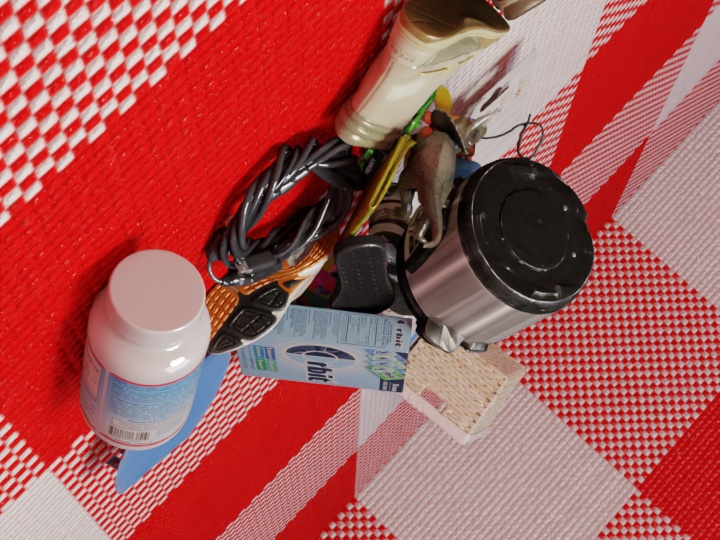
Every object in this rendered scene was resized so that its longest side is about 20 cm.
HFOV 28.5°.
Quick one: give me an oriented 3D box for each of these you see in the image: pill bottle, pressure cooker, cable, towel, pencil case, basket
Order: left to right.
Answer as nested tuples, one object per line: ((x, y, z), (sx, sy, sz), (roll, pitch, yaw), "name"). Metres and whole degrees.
((-0.191, 0.070, 1.259), (0.109, 0.109, 0.201), (-40, 165, -33), "pill bottle")
((-0.069, -0.069, 1.410), (0.199, 0.051, 0.164), (-25, 147, -45), "cable")
((-0.043, 0.039, 1.710), (0.088, 0.088, 0.201), (-42, 167, -27), "pencil case")
((0.014, -0.075, 1.458), (0.087, 0.018, 0.200), (-64, -176, -15), "towel")
((0.186, 0.204, 2.709), (0.162, 0.197, 0.200), (-55, 165, 13), "basket")
((0.134, -0.009, 1.541), (0.174, 0.181, 0.200), (-13, 168, -32), "pressure cooker")

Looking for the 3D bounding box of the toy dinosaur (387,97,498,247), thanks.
((0.067, -0.095, 1.396), (0.200, 0.076, 0.103), (-59, 168, -55), "toy dinosaur")

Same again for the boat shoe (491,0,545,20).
((0.152, -0.305, 1.412), (0.071, 0.077, 0.200), (-31, -168, 9), "boat shoe")

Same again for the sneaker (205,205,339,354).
((-0.098, 0.024, 1.522), (0.200, 0.076, 0.092), (-43, 170, -19), "sneaker")

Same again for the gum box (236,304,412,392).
((-0.043, 0.089, 1.637), (0.170, 0.197, 0.045), (92, 6, -70), "gum box")

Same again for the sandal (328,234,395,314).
((0.000, 0.000, 1.548), (0.074, 0.046, 0.201), (-9, 153, -6), "sandal")

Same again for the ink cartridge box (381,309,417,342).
((0.029, 0.030, 1.856), (0.067, 0.116, 0.200), (-46, 167, -8), "ink cartridge box")

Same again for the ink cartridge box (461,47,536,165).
((0.148, -0.187, 1.820), (0.162, 0.050, 0.201), (-43, 157, -23), "ink cartridge box")

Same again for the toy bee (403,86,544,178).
((0.099, -0.154, 1.609), (0.108, 0.132, 0.200), (16, 144, -31), "toy bee")

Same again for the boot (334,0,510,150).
((0.061, -0.200, 1.414), (0.155, 0.072, 0.199), (-55, 165, 30), "boot")

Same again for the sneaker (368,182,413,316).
((0.055, -0.034, 1.700), (0.201, 0.075, 0.117), (66, 23, -55), "sneaker")

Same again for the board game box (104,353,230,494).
((-0.218, 0.151, 1.565), (0.200, 0.039, 0.159), (-40, 160, -53), "board game box")

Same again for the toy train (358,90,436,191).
((0.048, -0.167, 1.539), (0.201, 0.042, 0.056), (-59, 174, 38), "toy train")
